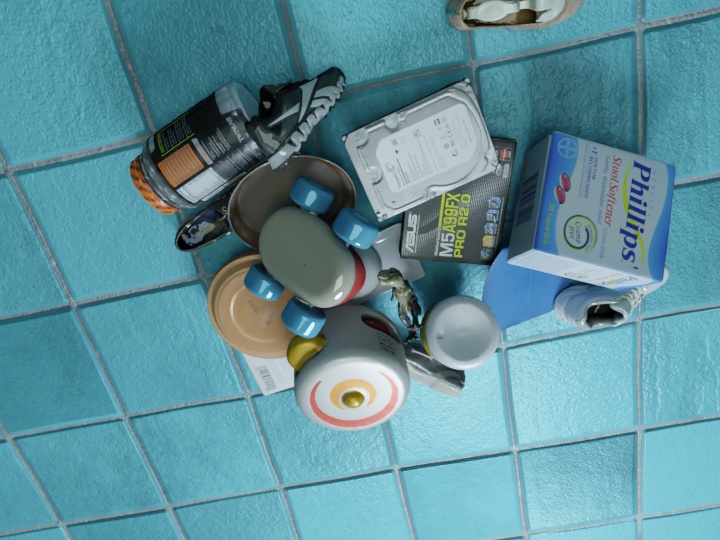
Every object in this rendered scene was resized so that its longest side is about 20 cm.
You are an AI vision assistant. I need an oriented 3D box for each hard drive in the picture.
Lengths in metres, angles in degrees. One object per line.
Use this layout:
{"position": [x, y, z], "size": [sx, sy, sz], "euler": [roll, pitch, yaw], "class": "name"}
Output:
{"position": [0.089, -0.175, 0.801], "size": [0.199, 0.038, 0.140], "euler": [-23, 105, 6], "class": "hard drive"}

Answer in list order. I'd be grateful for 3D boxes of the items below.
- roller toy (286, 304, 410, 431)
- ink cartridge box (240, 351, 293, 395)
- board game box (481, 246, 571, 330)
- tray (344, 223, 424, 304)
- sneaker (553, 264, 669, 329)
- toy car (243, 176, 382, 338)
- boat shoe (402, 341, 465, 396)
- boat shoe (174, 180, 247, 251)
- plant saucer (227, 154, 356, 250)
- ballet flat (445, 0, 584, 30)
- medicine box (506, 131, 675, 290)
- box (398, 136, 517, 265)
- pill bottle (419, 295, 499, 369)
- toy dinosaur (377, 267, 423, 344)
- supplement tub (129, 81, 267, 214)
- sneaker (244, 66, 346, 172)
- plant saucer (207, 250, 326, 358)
{"position": [-0.016, 0.159, 0.872], "size": [0.181, 0.140, 0.201], "euler": [-9, 126, 0], "class": "roller toy"}
{"position": [-0.131, 0.113, 0.975], "size": [0.175, 0.045, 0.201], "euler": [-18, 113, 7], "class": "ink cartridge box"}
{"position": [0.273, 0.011, 0.916], "size": [0.199, 0.039, 0.159], "euler": [-17, 122, -21], "class": "board game box"}
{"position": [0.000, 0.000, 0.937], "size": [0.199, 0.022, 0.108], "euler": [-23, 113, 10], "class": "tray"}
{"position": [0.437, 0.050, 0.914], "size": [0.199, 0.099, 0.078], "euler": [-28, 113, 3], "class": "sneaker"}
{"position": [-0.040, -0.016, 0.839], "size": [0.177, 0.200, 0.185], "euler": [38, 106, 27], "class": "toy car"}
{"position": [0.103, 0.167, 1.002], "size": [0.199, 0.057, 0.067], "euler": [27, 147, -8], "class": "boat shoe"}
{"position": [-0.214, -0.089, 0.877], "size": [0.199, 0.057, 0.069], "euler": [-31, 110, 13], "class": "boat shoe"}
{"position": [-0.106, -0.105, 0.846], "size": [0.199, 0.032, 0.201], "euler": [-13, 142, -10], "class": "plant saucer"}
{"position": [0.220, -0.363, 0.752], "size": [0.199, 0.067, 0.068], "euler": [-10, 114, 4], "class": "ballet flat"}
{"position": [0.342, -0.084, 0.815], "size": [0.199, 0.103, 0.183], "euler": [13, 80, -6], "class": "medicine box"}
{"position": [0.149, -0.113, 0.861], "size": [0.159, 0.044, 0.201], "euler": [5, 106, -3], "class": "box"}
{"position": [0.153, 0.099, 0.879], "size": [0.109, 0.200, 0.110], "euler": [0, 84, 2], "class": "pill bottle"}
{"position": [0.077, 0.064, 0.872], "size": [0.047, 0.089, 0.200], "euler": [-14, 151, 12], "class": "toy dinosaur"}
{"position": [-0.230, -0.174, 0.804], "size": [0.199, 0.123, 0.123], "euler": [-29, 111, 12], "class": "supplement tub"}
{"position": [-0.090, -0.233, 0.751], "size": [0.090, 0.200, 0.066], "euler": [43, 149, -22], "class": "sneaker"}
{"position": [-0.157, 0.064, 0.911], "size": [0.199, 0.032, 0.201], "euler": [0, 114, 0], "class": "plant saucer"}
